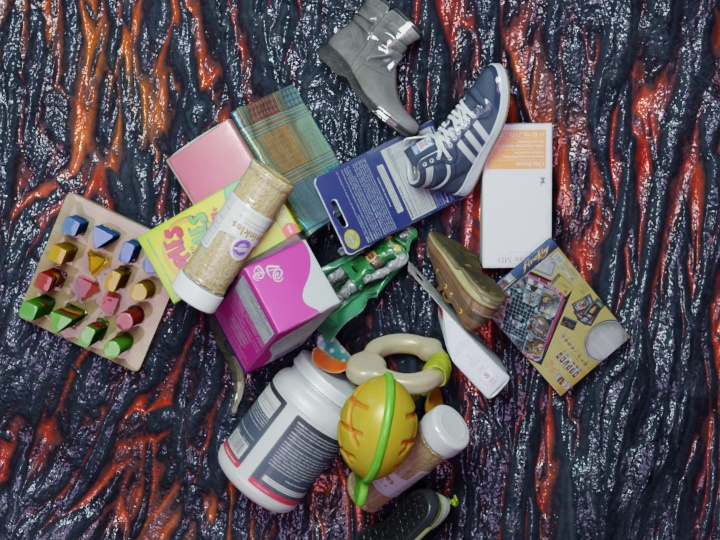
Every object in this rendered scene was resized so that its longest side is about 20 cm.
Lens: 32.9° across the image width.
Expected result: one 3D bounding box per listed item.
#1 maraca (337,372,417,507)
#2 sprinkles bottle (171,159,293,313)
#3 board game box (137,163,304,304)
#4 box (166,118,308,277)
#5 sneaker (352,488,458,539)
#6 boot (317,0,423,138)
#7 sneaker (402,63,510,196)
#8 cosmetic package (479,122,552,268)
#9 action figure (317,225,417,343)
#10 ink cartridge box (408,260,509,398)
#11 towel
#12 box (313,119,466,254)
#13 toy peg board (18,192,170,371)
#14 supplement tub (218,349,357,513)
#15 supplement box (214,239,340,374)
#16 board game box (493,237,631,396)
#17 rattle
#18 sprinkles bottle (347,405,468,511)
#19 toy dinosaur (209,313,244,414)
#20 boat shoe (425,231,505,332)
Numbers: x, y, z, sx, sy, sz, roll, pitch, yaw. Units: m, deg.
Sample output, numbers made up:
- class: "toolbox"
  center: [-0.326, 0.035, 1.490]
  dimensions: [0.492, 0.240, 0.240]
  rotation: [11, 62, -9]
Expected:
- class: "maraca"
  center: [0.018, 0.229, 1.649]
  dimensions: [0.106, 0.138, 0.202]
  rotation: [13, 127, -5]
- class: "sprinkles bottle"
  center: [-0.166, -0.044, 1.576]
  dimensions: [0.068, 0.068, 0.201]
  rotation: [33, 97, -1]
- class: "board game box"
  center: [-0.187, -0.049, 1.635]
  dimensions: [0.199, 0.048, 0.102]
  rotation: [-29, 94, 7]
- class: "box"
  center: [-0.168, -0.101, 1.716]
  dimensions: [0.108, 0.128, 0.201]
  rotation: [-32, 94, 6]
- class: "sneaker"
  center: [0.067, 0.393, 1.781]
  dimensions: [0.200, 0.082, 0.072]
  rotation: [-42, 51, 26]
- class: "boot"
  center: [0.042, -0.288, 1.698]
  dimensions: [0.132, 0.070, 0.200]
  rotation: [-44, 77, 7]
- class: "sneaker"
  center: [0.125, -0.190, 1.648]
  dimensions: [0.107, 0.070, 0.202]
  rotation: [3, 125, -25]
- class: "cosmetic package"
  center: [0.219, -0.107, 1.724]
  dimensions: [0.100, 0.071, 0.203]
  rotation: [-1, 96, 3]
- class: "action figure"
  center: [0.000, 0.000, 1.743]
  dimensions: [0.199, 0.055, 0.118]
  rotation: [-37, 61, -6]
- class: "ink cartridge box"
  center: [0.121, 0.081, 1.701]
  dimensions: [0.200, 0.163, 0.057]
  rotation: [43, 95, -3]
- class: "towel"
  center: [-0.086, -0.156, 1.708]
  dimensions: [0.022, 0.146, 0.201]
  rotation: [-29, 94, 40]
- class: "box"
  center: [0.039, -0.116, 1.722]
  dimensions: [0.198, 0.032, 0.122]
  rotation: [-27, 95, -16]
- class: "toy peg board"
  center: [-0.379, 0.022, 1.756]
  dimensions: [0.198, 0.098, 0.201]
  rotation: [25, 97, 0]
- class: "supplement tub"
  center: [-0.096, 0.230, 1.739]
  dimensions: [0.140, 0.140, 0.201]
  rotation: [38, 97, -1]
- class: "supplement box"
  center: [-0.117, 0.053, 1.666]
  dimensions: [0.100, 0.200, 0.104]
  rotation: [-25, 81, -26]
- class: "board game box"
  center: [0.274, 0.068, 1.715]
  dimensions: [0.135, 0.035, 0.200]
  rotation: [-40, 118, 6]
- class: "rattle"
  center: [0.026, 0.166, 1.750]
  dimensions: [0.197, 0.131, 0.144]
  rotation: [-6, 138, -11]
- class: "sprinkles bottle"
  center: [0.066, 0.268, 1.723]
  dimensions: [0.068, 0.068, 0.200]
  rotation: [46, 124, -2]
- class: "toy dinosaur"
  center: [-0.177, 0.104, 1.781]
  dimensions: [0.087, 0.047, 0.202]
  rotation: [-14, 97, 11]
- class: "boat shoe"
  center: [0.131, 0.011, 1.687]
  dimensions: [0.071, 0.201, 0.068]
  rotation: [19, 112, -29]
